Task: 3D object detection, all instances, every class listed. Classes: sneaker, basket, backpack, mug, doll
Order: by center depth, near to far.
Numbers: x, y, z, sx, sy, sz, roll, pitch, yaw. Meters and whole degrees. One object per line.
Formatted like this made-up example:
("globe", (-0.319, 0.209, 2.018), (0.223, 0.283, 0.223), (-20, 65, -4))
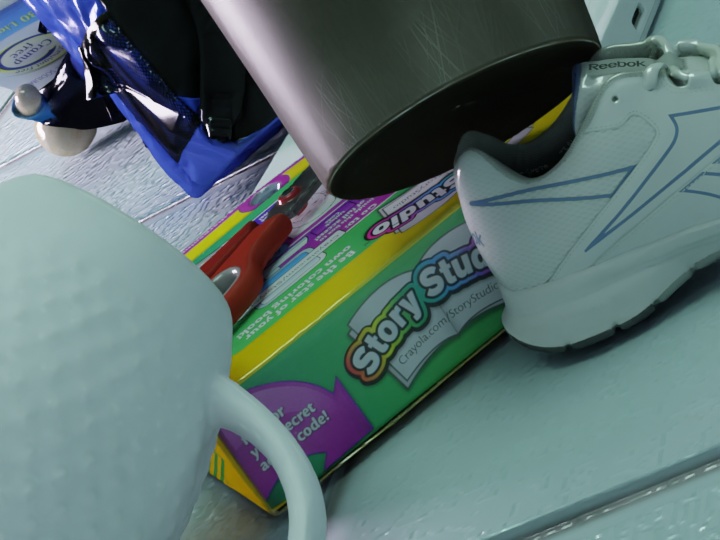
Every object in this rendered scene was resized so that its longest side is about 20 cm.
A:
("mug", (-0.105, 0.074, 0.866), (0.199, 0.148, 0.176), (27, 75, 20))
("sneaker", (0.122, -0.046, 0.893), (0.199, 0.087, 0.075), (-28, 18, 15))
("basket", (-0.007, -0.139, 0.937), (0.136, 0.201, 0.180), (-15, -16, -42))
("backpack", (-0.099, -0.155, 1.335), (0.162, 0.200, 0.168), (-42, 1, -27))
("doll", (-0.142, -0.120, 1.518), (0.136, 0.049, 0.200), (-11, -19, -35))

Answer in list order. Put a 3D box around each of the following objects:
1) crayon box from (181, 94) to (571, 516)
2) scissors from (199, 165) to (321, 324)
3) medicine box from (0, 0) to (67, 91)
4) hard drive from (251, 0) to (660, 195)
("crayon box", (0.000, 0.000, 1.027), (0.200, 0.058, 0.172), (-39, 20, -12))
("scissors", (-0.029, -0.020, 1.015), (0.200, 0.014, 0.073), (-43, 19, -24))
("medicine box", (-0.155, -0.192, 1.547), (0.182, 0.103, 0.200), (-27, -17, 19))
("hard drive", (0.045, -0.082, 1.202), (0.199, 0.027, 0.132), (-23, 21, 28))
